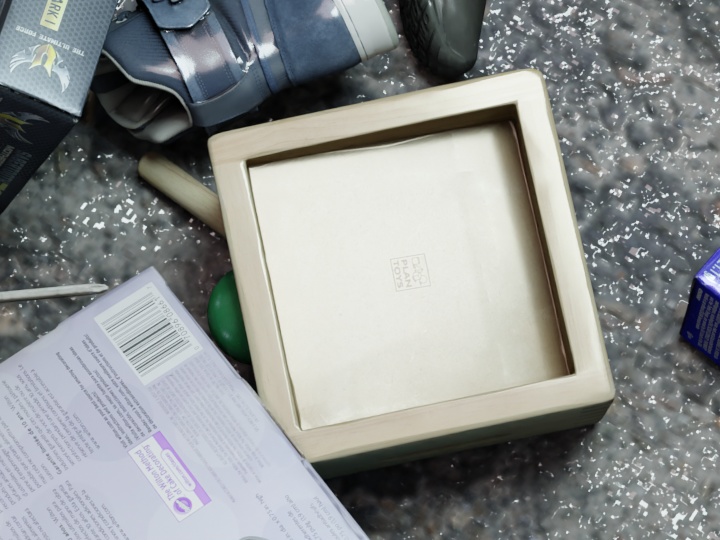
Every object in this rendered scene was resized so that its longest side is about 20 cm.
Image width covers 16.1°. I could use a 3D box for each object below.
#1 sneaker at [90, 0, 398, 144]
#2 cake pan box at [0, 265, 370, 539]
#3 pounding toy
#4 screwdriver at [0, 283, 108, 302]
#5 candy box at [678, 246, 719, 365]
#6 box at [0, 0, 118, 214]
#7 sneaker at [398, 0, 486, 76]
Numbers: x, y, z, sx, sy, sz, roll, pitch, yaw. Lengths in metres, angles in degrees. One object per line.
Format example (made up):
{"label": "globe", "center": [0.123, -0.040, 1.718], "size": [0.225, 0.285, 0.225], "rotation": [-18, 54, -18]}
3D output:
{"label": "sneaker", "center": [-0.083, -0.149, 1.279], "size": [0.146, 0.077, 0.202], "rotation": [-28, 45, 0]}
{"label": "cake pan box", "center": [-0.112, 0.118, 1.080], "size": [0.184, 0.052, 0.200], "rotation": [-34, 67, -16]}
{"label": "pounding toy", "center": [0.000, 0.000, 1.205], "size": [0.200, 0.142, 0.184], "rotation": [-12, 80, 0]}
{"label": "screwdriver", "center": [-0.196, 0.012, 1.164], "size": [0.200, 0.029, 0.028], "rotation": [-9, 38, 36]}
{"label": "candy box", "center": [0.282, 0.017, 1.199], "size": [0.200, 0.077, 0.169], "rotation": [37, 73, 16]}
{"label": "box", "center": [-0.159, -0.115, 1.212], "size": [0.051, 0.200, 0.158], "rotation": [22, 66, -15]}
{"label": "sneaker", "center": [0.064, -0.192, 1.307], "size": [0.091, 0.076, 0.200], "rotation": [5, 69, -3]}
